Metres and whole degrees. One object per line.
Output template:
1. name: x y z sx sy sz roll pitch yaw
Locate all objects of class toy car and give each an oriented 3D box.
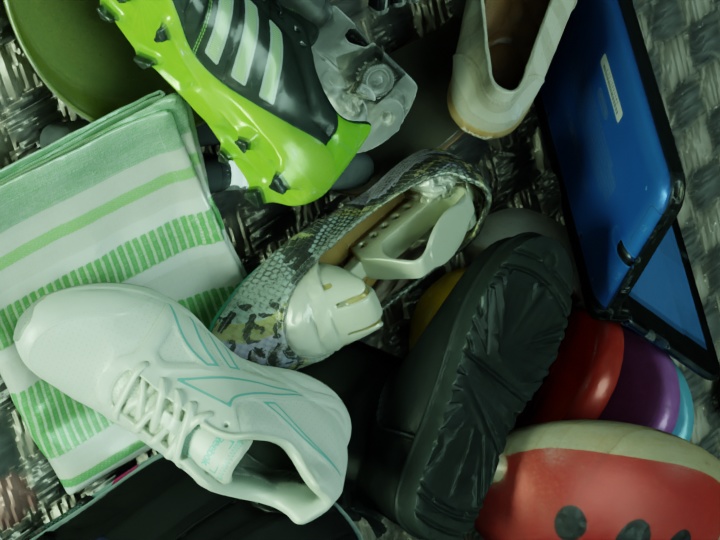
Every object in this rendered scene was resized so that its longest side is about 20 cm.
1. toy car: 0.127 0.070 1.565 0.200 0.149 0.176 31 80 -40

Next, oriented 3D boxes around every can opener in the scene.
1. can opener: -0.048 -0.142 1.393 0.053 0.067 0.200 -47 118 3
2. can opener: -0.085 -0.067 1.416 0.199 0.066 0.053 -7 103 -34

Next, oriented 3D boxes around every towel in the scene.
1. towel: -0.133 0.014 1.382 0.152 0.023 0.201 -29 127 -14

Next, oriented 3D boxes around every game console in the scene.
1. game console: 0.181 -0.063 1.540 0.117 0.201 0.171 4 140 -20

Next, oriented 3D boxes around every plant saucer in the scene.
1. plant saucer: -0.120 -0.174 1.370 0.199 0.031 0.202 -6 99 -41

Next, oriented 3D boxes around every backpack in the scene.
1. backpack: -0.094 0.196 1.393 0.200 0.177 0.151 -39 144 -31

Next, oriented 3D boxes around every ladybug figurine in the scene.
1. ladybug figurine: 0.142 0.146 1.495 0.199 0.136 0.072 19 50 -37

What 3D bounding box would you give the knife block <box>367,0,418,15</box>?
1. knife block: -0.004 -0.253 1.437 0.200 0.064 0.177 32 78 -41

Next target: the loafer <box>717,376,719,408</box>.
1. loafer: 0.320 0.023 1.770 0.073 0.071 0.201 26 83 -41

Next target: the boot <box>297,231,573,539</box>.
1. boot: 0.023 0.060 1.467 0.073 0.162 0.199 31 78 -39

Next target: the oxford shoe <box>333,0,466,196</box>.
1. oxford shoe: 0.053 -0.106 1.523 0.200 0.071 0.071 -42 158 -16

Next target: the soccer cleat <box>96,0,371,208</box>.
1. soccer cleat: -0.073 -0.125 1.323 0.081 0.067 0.200 -45 106 -30

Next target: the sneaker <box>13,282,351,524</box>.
1. sneaker: -0.091 0.070 1.350 0.199 0.080 0.071 24 117 -16

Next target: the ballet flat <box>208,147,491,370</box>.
1. ballet flat: 0.000 0.000 1.414 0.200 0.072 0.072 -40 123 -25

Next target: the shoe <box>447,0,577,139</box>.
1. shoe: 0.099 -0.173 1.480 0.069 0.053 0.201 15 68 0
